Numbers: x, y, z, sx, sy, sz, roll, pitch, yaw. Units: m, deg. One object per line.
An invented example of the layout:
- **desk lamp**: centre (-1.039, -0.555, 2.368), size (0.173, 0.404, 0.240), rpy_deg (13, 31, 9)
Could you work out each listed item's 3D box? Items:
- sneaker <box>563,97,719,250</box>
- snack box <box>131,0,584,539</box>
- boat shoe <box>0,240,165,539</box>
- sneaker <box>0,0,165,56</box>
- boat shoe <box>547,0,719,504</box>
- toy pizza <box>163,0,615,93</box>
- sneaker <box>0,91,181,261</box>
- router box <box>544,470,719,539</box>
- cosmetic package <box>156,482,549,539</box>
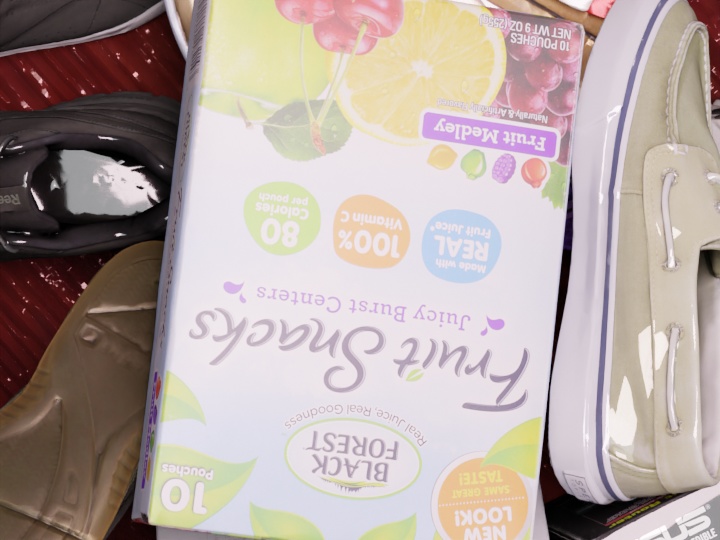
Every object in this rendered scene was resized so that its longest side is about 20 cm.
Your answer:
- **sneaker**: centre (0.144, -0.028, 1.008), size (0.199, 0.081, 0.084), rpy_deg (0, 101, 5)
- **snack box**: centre (0.000, 0.000, 0.890), size (0.141, 0.053, 0.201), rpy_deg (8, 84, -11)
- **boat shoe**: centre (-0.117, 0.079, 0.916), size (0.072, 0.066, 0.201), rpy_deg (31, 65, 9)
- **sneaker**: centre (-0.133, -0.126, 0.969), size (0.199, 0.099, 0.071), rpy_deg (-20, 87, -6)
- **boat shoe**: centre (0.115, -0.010, 0.909), size (0.062, 0.072, 0.201), rpy_deg (0, 74, 26)
- **toy pizza**: centre (0.021, -0.127, 0.946), size (0.199, 0.032, 0.201), rpy_deg (0, 93, -3)
- **sneaker**: centre (-0.155, -0.035, 0.964), size (0.199, 0.091, 0.076), rpy_deg (-8, 101, -3)
- **router box**: centre (0.174, 0.084, 0.956), size (0.199, 0.150, 0.062), rpy_deg (-26, 90, -5)
- **cosmetic package**: centre (-0.002, 0.120, 0.936), size (0.150, 0.052, 0.201), rpy_deg (-4, 48, -3)
